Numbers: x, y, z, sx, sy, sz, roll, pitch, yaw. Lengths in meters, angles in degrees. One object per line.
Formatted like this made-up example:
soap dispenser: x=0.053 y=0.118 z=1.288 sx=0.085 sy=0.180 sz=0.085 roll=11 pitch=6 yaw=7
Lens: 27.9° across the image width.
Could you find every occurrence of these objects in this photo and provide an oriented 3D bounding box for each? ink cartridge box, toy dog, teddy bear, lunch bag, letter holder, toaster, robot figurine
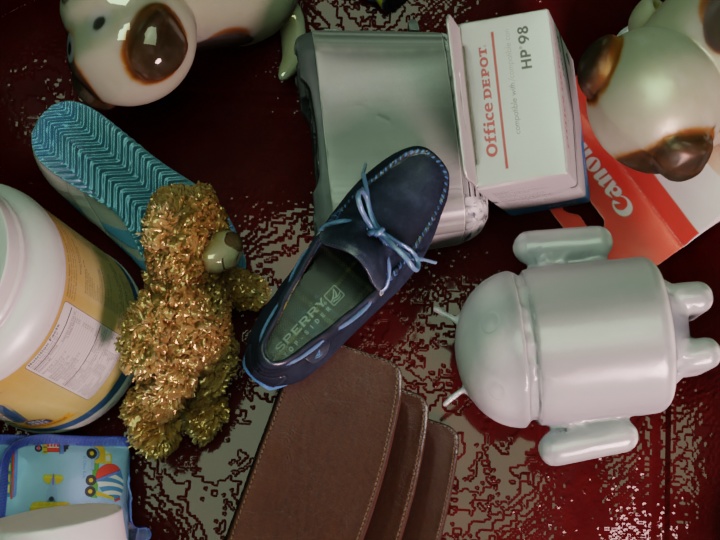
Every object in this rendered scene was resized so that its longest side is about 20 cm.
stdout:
ink cartridge box: x=0.229 y=-0.105 z=1.109 sx=0.199 sy=0.050 sz=0.163 roll=-34 pitch=79 yaw=-8
toy dog: x=0.247 y=-0.145 z=0.999 sx=0.200 sy=0.194 sz=0.140 roll=-40 pitch=91 yaw=-6
ink cartridge box: x=0.115 y=-0.110 z=1.023 sx=0.066 sy=0.200 sz=0.117 roll=-7 pitch=84 yaw=14
toy dog: x=-0.143 y=-0.200 z=1.078 sx=0.200 sy=0.139 sz=0.195 roll=-47 pitch=120 yaw=-39
teddy bear: x=-0.118 y=0.040 z=1.029 sx=0.066 sy=0.144 sz=0.202 roll=19 pitch=94 yaw=39
lunch bag: x=-0.252 y=0.197 z=1.051 sx=0.198 sy=0.094 sz=0.152 roll=1 pitch=79 yaw=-12
letter holder: x=-0.010 y=0.169 z=1.011 sx=0.141 sy=0.101 sz=0.201 roll=18 pitch=66 yaw=4
toaster: x=0.022 y=-0.087 z=1.079 sx=0.128 sy=0.114 sz=0.202 roll=-6 pitch=79 yaw=-2
robot figurine: x=0.154 y=0.053 z=1.044 sx=0.198 sy=0.113 sz=0.171 roll=-5 pitch=77 yaw=0

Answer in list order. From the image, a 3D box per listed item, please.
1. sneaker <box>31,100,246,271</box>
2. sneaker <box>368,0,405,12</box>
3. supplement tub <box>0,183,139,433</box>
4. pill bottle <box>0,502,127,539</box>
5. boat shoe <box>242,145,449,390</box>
sneaker: x=-0.164 y=-0.048 z=1.098 sx=0.077 sy=0.081 sz=0.200 roll=-46 pitch=100 yaw=-9
sneaker: x=0.059 y=-0.296 z=1.146 sx=0.200 sy=0.066 sz=0.078 roll=-44 pitch=76 yaw=-7
supplement tub: x=-0.249 y=0.025 z=1.006 sx=0.143 sy=0.200 sz=0.146 roll=-5 pitch=70 yaw=16
pill bottle: x=-0.196 y=0.264 z=0.966 sx=0.113 sy=0.114 sz=0.202 roll=-7 pitch=90 yaw=0
boat shoe: x=0.000 y=0.000 z=0.979 sx=0.084 sy=0.069 sz=0.201 roll=32 pitch=78 yaw=0
